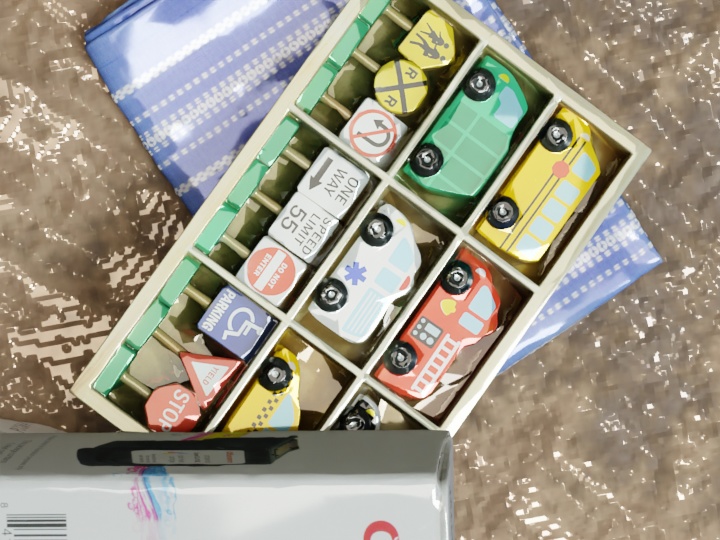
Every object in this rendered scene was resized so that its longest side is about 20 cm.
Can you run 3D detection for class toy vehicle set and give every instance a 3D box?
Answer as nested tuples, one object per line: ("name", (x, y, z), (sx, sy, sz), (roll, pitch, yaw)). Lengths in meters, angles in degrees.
("toy vehicle set", (0.000, 0.000, 0.987), (0.124, 0.027, 0.200), (35, 86, -3))

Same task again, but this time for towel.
("towel", (0.004, -0.046, 1.018), (0.145, 0.024, 0.200), (-34, 92, 1))

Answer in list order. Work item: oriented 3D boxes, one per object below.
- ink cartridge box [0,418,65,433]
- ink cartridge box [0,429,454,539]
("ink cartridge box", (-0.169, 0.129, 1.012), (0.200, 0.050, 0.161), (18, 92, 1))
("ink cartridge box", (-0.065, 0.134, 0.934), (0.200, 0.083, 0.146), (0, 98, 5))
